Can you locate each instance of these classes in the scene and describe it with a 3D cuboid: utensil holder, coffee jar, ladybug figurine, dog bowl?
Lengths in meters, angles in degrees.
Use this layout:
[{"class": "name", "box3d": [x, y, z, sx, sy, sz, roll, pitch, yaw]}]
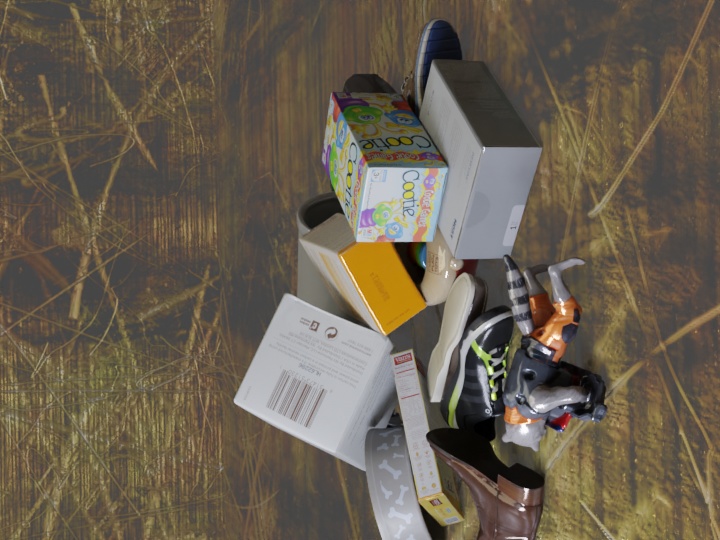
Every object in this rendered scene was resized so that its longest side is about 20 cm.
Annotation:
[{"class": "utensil holder", "box3d": [-0.018, 0.004, 1.629, 0.171, 0.166, 0.203, -118, 27, -56]}, {"class": "coffee jar", "box3d": [0.007, -0.204, 1.665, 0.105, 0.084, 0.203, -121, 32, -48]}, {"class": "ladybug figurine", "box3d": [0.102, -0.024, 1.386, 0.200, 0.070, 0.139, -141, 53, -69]}, {"class": "dog bowl", "box3d": [0.066, 0.304, 1.413, 0.200, 0.058, 0.204, -17, -89, -78]}]

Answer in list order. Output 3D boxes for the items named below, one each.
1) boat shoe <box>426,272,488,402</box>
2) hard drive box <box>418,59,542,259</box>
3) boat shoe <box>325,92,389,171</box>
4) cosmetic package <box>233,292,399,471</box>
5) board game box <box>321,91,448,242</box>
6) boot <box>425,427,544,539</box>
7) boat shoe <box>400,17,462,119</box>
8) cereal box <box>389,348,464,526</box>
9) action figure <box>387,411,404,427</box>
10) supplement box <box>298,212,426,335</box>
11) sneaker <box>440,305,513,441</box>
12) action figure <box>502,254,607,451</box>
[{"class": "boat shoe", "box3d": [0.132, 0.088, 1.318, 0.072, 0.058, 0.203, -96, 15, -52]}, {"class": "hard drive box", "box3d": [0.132, -0.137, 1.270, 0.202, 0.075, 0.158, -110, 24, -48]}, {"class": "boat shoe", "box3d": [0.011, -0.193, 1.557, 0.094, 0.074, 0.200, -66, 15, -16]}, {"class": "cosmetic package", "box3d": [-0.047, 0.159, 1.464, 0.169, 0.165, 0.200, -64, -18, -11]}, {"class": "board game box", "box3d": [0.025, -0.133, 1.322, 0.201, 0.101, 0.107, -114, 28, -53]}, {"class": "boot", "box3d": [0.138, 0.308, 1.246, 0.185, 0.063, 0.204, 28, 122, 49]}, {"class": "boat shoe", "box3d": [0.086, -0.234, 1.401, 0.072, 0.071, 0.204, 25, 117, 54]}, {"class": "cereal box", "box3d": [0.089, 0.223, 1.397, 0.144, 0.039, 0.203, 57, -161, -59]}, {"class": "action figure", "box3d": [0.039, 0.213, 1.630, 0.201, 0.068, 0.132, -107, 16, -52]}, {"class": "supplement box", "box3d": [0.000, 0.000, 1.411, 0.127, 0.073, 0.200, 60, 168, -17]}, {"class": "sneaker", "box3d": [0.159, 0.132, 1.257, 0.083, 0.071, 0.203, 44, 139, 33]}, {"class": "action figure", "box3d": [0.176, 0.088, 1.103, 0.200, 0.103, 0.198, 175, 103, -71]}]
